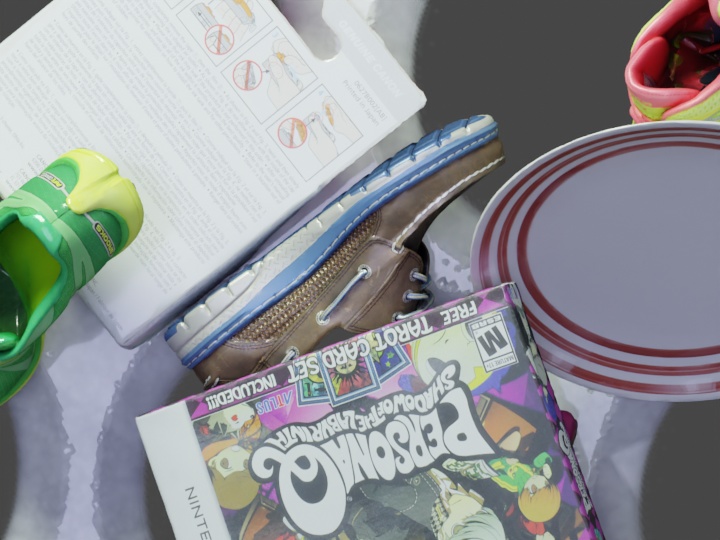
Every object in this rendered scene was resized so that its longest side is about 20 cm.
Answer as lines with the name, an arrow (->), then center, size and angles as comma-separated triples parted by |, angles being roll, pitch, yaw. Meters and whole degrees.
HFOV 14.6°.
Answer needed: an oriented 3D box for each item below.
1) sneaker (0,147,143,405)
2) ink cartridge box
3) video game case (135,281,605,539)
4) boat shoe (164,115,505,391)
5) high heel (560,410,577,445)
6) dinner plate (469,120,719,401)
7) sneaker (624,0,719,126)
sneaker -> -0.184, 0.014, 1.382 | 0.074, 0.084, 0.200 | 46, 131, 6
ink cartridge box -> -0.090, -0.083, 1.421 | 0.200, 0.050, 0.161 | -38, 87, 2
video game case -> 0.011, 0.123, 1.362 | 0.200, 0.036, 0.182 | -20, 87, 13
boat shoe -> 0.000, 0.000, 1.407 | 0.200, 0.072, 0.072 | -37, 93, 14
high heel -> 0.018, 0.129, 1.401 | 0.096, 0.067, 0.200 | 38, 97, -7
dinner plate -> 0.153, -0.007, 1.356 | 0.200, 0.200, 0.024 | -1, 47, 5
sneaker -> 0.155, -0.084, 1.341 | 0.090, 0.200, 0.078 | -11, 53, -32
